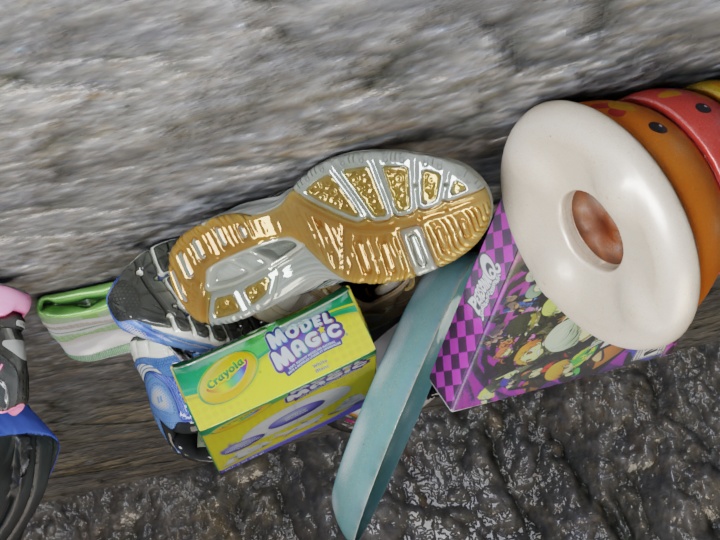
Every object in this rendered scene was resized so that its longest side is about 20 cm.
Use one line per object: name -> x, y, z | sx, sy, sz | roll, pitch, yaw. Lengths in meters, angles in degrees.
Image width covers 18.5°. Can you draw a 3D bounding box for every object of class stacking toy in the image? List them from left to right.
stacking toy -> 0.189, -0.059, 1.224 | 0.200, 0.146, 0.146 | -30, -179, -28

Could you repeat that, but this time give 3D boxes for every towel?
towel -> -0.143, 0.030, 1.525 | 0.149, 0.031, 0.200 | -14, 172, -3

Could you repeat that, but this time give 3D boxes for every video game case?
video game case -> 0.149, -0.006, 1.367 | 0.181, 0.036, 0.200 | -12, 141, -30

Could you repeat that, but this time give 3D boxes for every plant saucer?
plant saucer -> 0.025, 0.076, 1.394 | 0.027, 0.201, 0.200 | 23, 175, 6

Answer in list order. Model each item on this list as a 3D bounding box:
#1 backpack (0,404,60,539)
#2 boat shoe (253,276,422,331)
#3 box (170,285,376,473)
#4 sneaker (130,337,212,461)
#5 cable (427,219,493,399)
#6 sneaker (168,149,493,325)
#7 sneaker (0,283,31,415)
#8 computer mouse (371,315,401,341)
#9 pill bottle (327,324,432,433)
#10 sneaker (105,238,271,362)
backpack -> -0.331, 0.152, 1.603 | 0.162, 0.168, 0.200 | -9, 140, -54
boat shoe -> 0.000, 0.000, 1.388 | 0.069, 0.074, 0.200 | -17, 174, 29
box -> -0.048, 0.066, 1.331 | 0.117, 0.049, 0.200 | -25, 166, -5
sneaker -> -0.114, 0.093, 1.550 | 0.078, 0.090, 0.200 | -12, 171, 6
cable -> 0.104, 0.006, 1.548 | 0.200, 0.051, 0.163 | -29, 148, -21
sneaker -> -0.011, -0.029, 1.237 | 0.199, 0.076, 0.088 | -13, -172, 28
sneaker -> -0.288, 0.070, 1.329 | 0.199, 0.096, 0.079 | -13, 174, 11
computer mouse -> 0.020, 0.017, 1.581 | 0.200, 0.046, 0.140 | -41, 156, 27
pill bottle -> 0.007, 0.066, 1.719 | 0.116, 0.117, 0.200 | -12, 172, -7
sneaker -> -0.093, 0.036, 1.379 | 0.089, 0.079, 0.200 | -35, 156, 24
